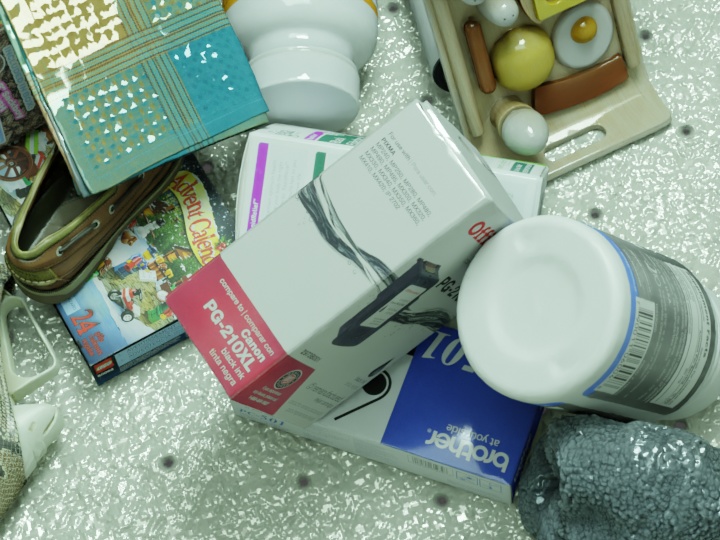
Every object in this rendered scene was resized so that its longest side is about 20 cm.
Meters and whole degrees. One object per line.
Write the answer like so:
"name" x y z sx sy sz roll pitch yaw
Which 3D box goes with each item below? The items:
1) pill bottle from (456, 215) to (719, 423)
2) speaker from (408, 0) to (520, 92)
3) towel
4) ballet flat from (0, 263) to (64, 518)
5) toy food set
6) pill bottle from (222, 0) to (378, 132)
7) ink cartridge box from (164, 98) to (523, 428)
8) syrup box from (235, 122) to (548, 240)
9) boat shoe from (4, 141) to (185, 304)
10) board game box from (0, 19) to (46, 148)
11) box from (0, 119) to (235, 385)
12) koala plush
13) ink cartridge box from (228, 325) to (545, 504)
"pill bottle" 0.155 0.037 1.347 0.114 0.200 0.114 -7 77 31
"speaker" 0.065 -0.232 1.557 0.081 0.081 0.200 -15 65 -3
"towel" -0.162 -0.163 1.440 0.146 0.022 0.200 -24 85 -21
"ballet flat" -0.238 0.078 1.442 0.075 0.068 0.200 -8 60 -9
"toy food set" 0.129 -0.156 1.463 0.143 0.200 0.060 -25 38 -7
"pill bottle" -0.043 -0.201 1.532 0.111 0.111 0.200 -3 64 3
"ink cartridge box" 0.000 0.000 1.337 0.200 0.145 0.084 -38 71 7
"syrup box" 0.021 -0.045 1.455 0.200 0.079 0.082 10 99 7
"boat shoe" -0.173 -0.072 1.461 0.072 0.068 0.200 21 68 13
"board game box" -0.283 -0.170 1.520 0.200 0.097 0.159 -31 50 -11
"box" -0.170 -0.036 1.504 0.136 0.038 0.200 -29 66 -9
"koala plush" 0.163 0.201 1.306 0.177 0.184 0.200 13 78 11
"ink cartridge box" 0.021 0.078 1.432 0.200 0.044 0.094 17 69 11
